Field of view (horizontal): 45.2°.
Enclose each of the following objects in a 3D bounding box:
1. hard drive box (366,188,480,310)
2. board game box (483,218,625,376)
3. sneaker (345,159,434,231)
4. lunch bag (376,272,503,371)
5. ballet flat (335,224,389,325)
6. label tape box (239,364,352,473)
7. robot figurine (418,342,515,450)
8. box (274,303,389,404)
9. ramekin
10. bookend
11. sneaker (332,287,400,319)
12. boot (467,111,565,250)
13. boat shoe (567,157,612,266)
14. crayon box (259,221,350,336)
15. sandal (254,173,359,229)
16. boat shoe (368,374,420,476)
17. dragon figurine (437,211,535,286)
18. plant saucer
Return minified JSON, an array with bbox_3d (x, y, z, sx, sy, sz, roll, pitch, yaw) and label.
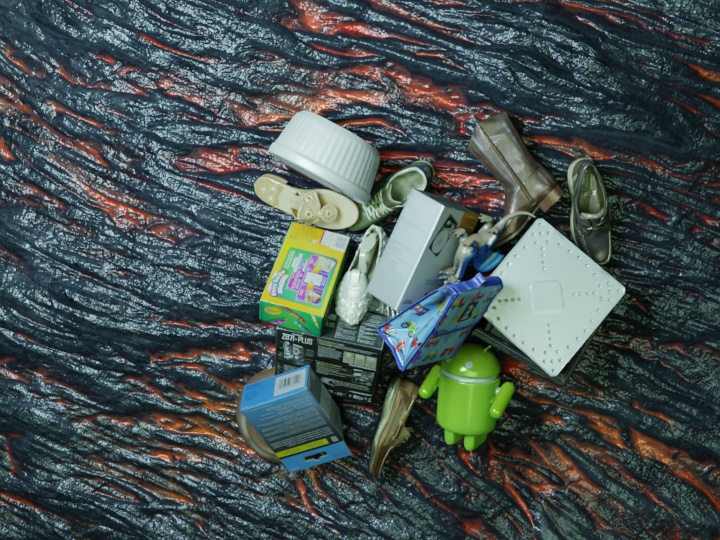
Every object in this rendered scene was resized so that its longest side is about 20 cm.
[{"bbox_3d":[0.114,-0.032,1.555,0.076,0.155,0.203,32,104,29],"label":"hard drive box"},{"bbox_3d":[0.330,0.047,1.534,0.199,0.026,0.201,41,93,11],"label":"board game box"},{"bbox_3d":[0.047,-0.136,1.581,0.198,0.090,0.068,-32,97,11],"label":"sneaker"},{"bbox_3d":[0.150,0.069,1.487,0.200,0.149,0.095,-49,63,35],"label":"lunch bag"},{"bbox_3d":[0.000,0.000,1.573,0.071,0.072,0.202,20,60,1],"label":"ballet flat"},{"bbox_3d":[-0.117,0.283,1.634,0.142,0.064,0.201,-18,127,16],"label":"label tape box"},{"bbox_3d":[0.203,0.228,1.620,0.173,0.115,0.204,12,104,34],"label":"robot figurine"},{"bbox_3d":[-0.056,0.148,1.610,0.196,0.087,0.166,11,135,4],"label":"box"},{"bbox_3d":[-0.055,-0.204,1.532,0.200,0.202,0.095,29,91,0],"label":"ramekin"},{"bbox_3d":[0.335,0.070,1.590,0.197,0.092,0.202,30,101,0],"label":"bookend"},{"bbox_3d":[0.035,0.074,1.614,0.196,0.087,0.076,9,63,2],"label":"sneaker"},{"bbox_3d":[0.245,-0.164,1.575,0.186,0.064,0.201,-40,90,14],"label":"boot"},{"bbox_3d":[0.416,-0.101,1.564,0.072,0.065,0.204,-15,100,7],"label":"boat shoe"},{"bbox_3d":[-0.099,0.012,1.571,0.116,0.202,0.059,14,140,4],"label":"crayon box"},{"bbox_3d":[-0.110,-0.114,1.590,0.208,0.070,0.079,21,123,14],"label":"sandal"},{"bbox_3d":[0.065,0.305,1.671,0.072,0.076,0.204,15,102,-1],"label":"boat shoe"},{"bbox_3d":[0.217,-0.040,1.537,0.198,0.059,0.100,-30,138,-14],"label":"dragon figurine"},{"bbox_3d":[-0.154,0.294,1.710,0.196,0.037,0.205,1,101,5],"label":"plant saucer"}]
